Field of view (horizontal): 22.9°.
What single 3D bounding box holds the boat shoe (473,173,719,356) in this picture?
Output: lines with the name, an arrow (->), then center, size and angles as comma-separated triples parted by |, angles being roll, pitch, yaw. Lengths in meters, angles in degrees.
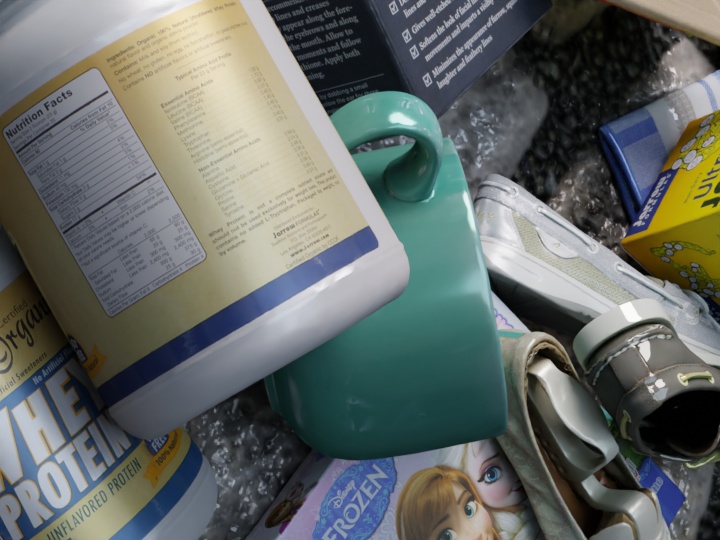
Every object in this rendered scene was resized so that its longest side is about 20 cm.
boat shoe -> 0.147, 0.012, 1.051 | 0.201, 0.074, 0.065 | 24, 74, -18

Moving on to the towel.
towel -> 0.252, -0.059, 1.153 | 0.200, 0.024, 0.147 | -24, 93, -31

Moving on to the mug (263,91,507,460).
mug -> 0.000, 0.003, 0.893 | 0.114, 0.152, 0.186 | -11, 99, -1

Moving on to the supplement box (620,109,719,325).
supplement box -> 0.265, -0.041, 1.029 | 0.109, 0.200, 0.109 | 40, 64, -14

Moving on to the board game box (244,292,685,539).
board game box -> 0.066, 0.139, 0.996 | 0.200, 0.041, 0.200 | 45, 62, -16

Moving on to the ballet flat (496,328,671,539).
ballet flat -> 0.126, 0.119, 0.975 | 0.067, 0.062, 0.200 | -41, 103, -32

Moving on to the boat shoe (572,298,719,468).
boat shoe -> 0.178, 0.079, 0.994 | 0.202, 0.072, 0.060 | 37, 23, -56

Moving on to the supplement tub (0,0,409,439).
supplement tub -> -0.084, -0.046, 0.755 | 0.144, 0.144, 0.200 | -29, 89, -31

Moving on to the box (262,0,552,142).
box -> -0.008, -0.185, 0.935 | 0.148, 0.107, 0.200 | -45, 116, -44

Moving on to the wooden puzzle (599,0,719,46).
wooden puzzle -> 0.134, -0.209, 1.042 | 0.200, 0.037, 0.185 | 17, 41, -43

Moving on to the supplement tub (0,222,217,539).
supplement tub -> -0.174, 0.066, 0.807 | 0.145, 0.145, 0.200 | -42, 103, -29
